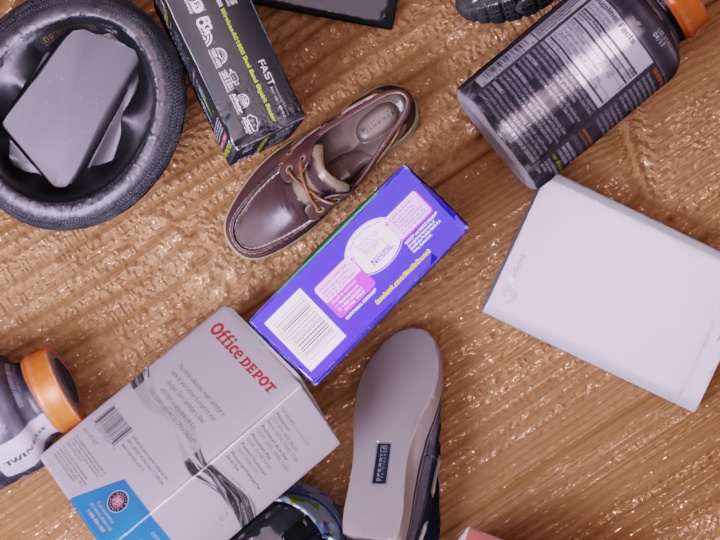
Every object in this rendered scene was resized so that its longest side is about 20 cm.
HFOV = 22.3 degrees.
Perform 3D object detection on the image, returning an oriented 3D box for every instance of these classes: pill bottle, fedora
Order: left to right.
[{"bbox_3d":[-0.328,0.138,1.511,0.199,0.106,0.107,-28,92,2],"label":"pill bottle"},{"bbox_3d":[-0.230,-0.133,1.502,0.198,0.092,0.203,1,99,6],"label":"fedora"},{"bbox_3d":[0.185,-0.167,1.486,0.200,0.106,0.106,-39,92,2],"label":"pill bottle"}]

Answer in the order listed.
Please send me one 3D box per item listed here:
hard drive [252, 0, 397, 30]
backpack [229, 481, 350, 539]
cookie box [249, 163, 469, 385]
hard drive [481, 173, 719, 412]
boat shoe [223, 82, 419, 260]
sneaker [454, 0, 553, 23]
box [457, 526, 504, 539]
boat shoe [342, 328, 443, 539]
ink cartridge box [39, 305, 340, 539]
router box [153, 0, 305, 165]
[{"bbox_3d":[-0.023,-0.312,1.523,0.138,0.033,0.202,10,93,0],"label":"hard drive"},{"bbox_3d":[-0.098,0.257,1.509,0.199,0.154,0.164,-36,88,22],"label":"backpack"},{"bbox_3d":[0.000,0.000,1.456,0.075,0.200,0.171,45,91,-1],"label":"cookie box"},{"bbox_3d":[0.219,0.017,1.542,0.199,0.026,0.133,25,93,-1],"label":"hard drive"},{"bbox_3d":[-0.034,-0.083,1.515,0.199,0.072,0.072,-37,92,2],"label":"boat shoe"},{"bbox_3d":[0.157,-0.277,1.513,0.199,0.076,0.091,-33,82,-4],"label":"sneaker"},{"bbox_3d":[0.115,0.336,1.480,0.151,0.106,0.201,20,65,-1],"label":"box"},{"bbox_3d":[0.036,0.156,1.534,0.074,0.093,0.202,4,66,25],"label":"boat shoe"},{"bbox_3d":[-0.136,0.144,1.468,0.200,0.146,0.085,-39,129,-8],"label":"ink cartridge box"},{"bbox_3d":[-0.106,-0.167,1.446,0.062,0.200,0.151,-25,93,-5],"label":"router box"}]
